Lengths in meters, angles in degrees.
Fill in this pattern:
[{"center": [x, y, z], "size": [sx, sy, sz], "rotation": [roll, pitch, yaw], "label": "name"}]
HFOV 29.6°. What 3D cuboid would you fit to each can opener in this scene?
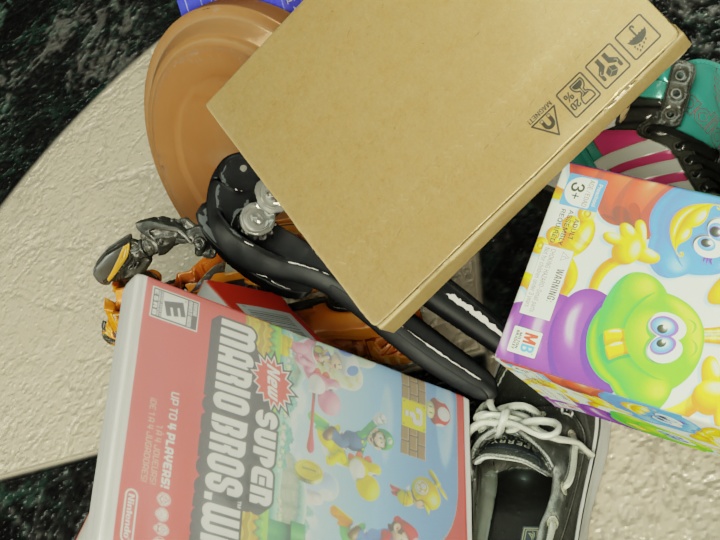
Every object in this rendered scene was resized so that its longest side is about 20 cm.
[{"center": [0.000, 0.000, 0.740], "size": [0.200, 0.079, 0.063], "rotation": [28, 81, 10], "label": "can opener"}]

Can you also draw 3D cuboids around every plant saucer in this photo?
[{"center": [-0.069, -0.075, 0.883], "size": [0.200, 0.201, 0.032], "rotation": [11, 30, 36], "label": "plant saucer"}]

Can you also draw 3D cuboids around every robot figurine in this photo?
[{"center": [-0.066, 0.026, 0.835], "size": [0.200, 0.145, 0.058], "rotation": [-11, 34, 10], "label": "robot figurine"}]

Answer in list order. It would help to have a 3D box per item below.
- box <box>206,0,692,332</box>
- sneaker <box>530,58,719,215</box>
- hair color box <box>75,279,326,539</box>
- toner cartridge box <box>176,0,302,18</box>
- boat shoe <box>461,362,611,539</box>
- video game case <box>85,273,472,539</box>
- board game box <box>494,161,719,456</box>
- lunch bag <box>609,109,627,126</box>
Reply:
[{"center": [0.034, -0.096, 0.670], "size": [0.200, 0.021, 0.164], "rotation": [-45, 65, 15], "label": "box"}, {"center": [0.197, -0.059, 0.791], "size": [0.200, 0.084, 0.121], "rotation": [30, 80, 40], "label": "sneaker"}, {"center": [-0.085, 0.118, 0.765], "size": [0.102, 0.061, 0.200], "rotation": [43, 111, 42], "label": "hair color box"}, {"center": [-0.055, -0.119, 0.901], "size": [0.095, 0.200, 0.043], "rotation": [3, 27, 41], "label": "toner cartridge box"}, {"center": [0.086, 0.101, 0.732], "size": [0.073, 0.068, 0.200], "rotation": [-3, 54, 29], "label": "boat shoe"}, {"center": [-0.029, 0.096, 0.651], "size": [0.017, 0.200, 0.143], "rotation": [-39, 39, 43], "label": "video game case"}, {"center": [0.183, 0.033, 0.630], "size": [0.200, 0.103, 0.105], "rotation": [16, 80, 29], "label": "board game box"}, {"center": [0.079, -0.155, 0.796], "size": [0.176, 0.082, 0.200], "rotation": [-6, 43, -15], "label": "lunch bag"}]
